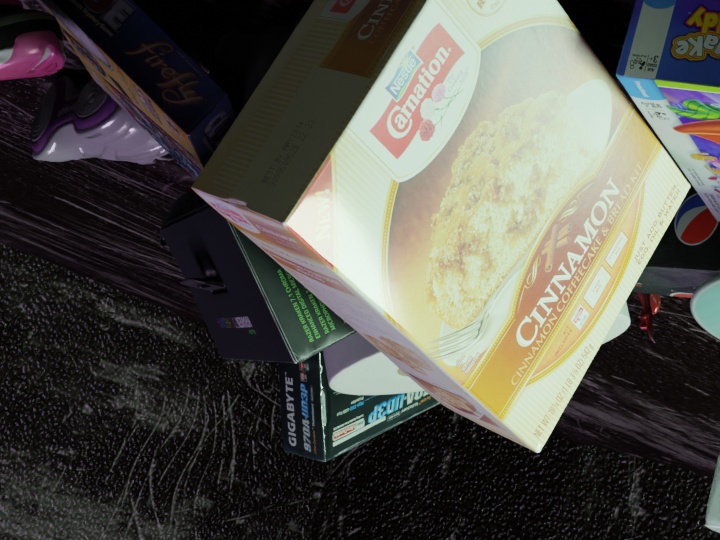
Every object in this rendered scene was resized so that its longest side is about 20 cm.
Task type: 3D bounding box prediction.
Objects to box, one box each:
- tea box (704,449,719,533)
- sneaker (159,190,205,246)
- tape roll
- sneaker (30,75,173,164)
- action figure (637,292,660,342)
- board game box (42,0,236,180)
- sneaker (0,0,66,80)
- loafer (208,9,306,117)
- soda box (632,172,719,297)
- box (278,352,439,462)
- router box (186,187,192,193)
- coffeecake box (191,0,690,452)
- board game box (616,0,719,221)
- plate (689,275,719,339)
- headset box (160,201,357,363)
[{"bbox_3d":[0.352,0.102,0.837,0.197,0.200,0.133,11,170,32],"label":"tea box"},{"bbox_3d":[-0.064,-0.042,1.103,0.197,0.106,0.060,19,171,-8],"label":"sneaker"},{"bbox_3d":[0.073,0.038,0.834,0.199,0.038,0.203,-10,165,-3],"label":"tape roll"},{"bbox_3d":[-0.203,-0.111,1.053,0.099,0.076,0.199,25,169,-33],"label":"sneaker"},{"bbox_3d":[0.198,0.024,1.005,0.064,0.101,0.200,-7,161,17],"label":"action figure"},{"bbox_3d":[-0.131,-0.117,0.821,0.135,0.035,0.200,45,174,5],"label":"board game box"},{"bbox_3d":[-0.236,-0.158,0.761,0.073,0.089,0.199,-10,-162,-36],"label":"sneaker"},{"bbox_3d":[-0.054,-0.112,0.763,0.071,0.074,0.200,23,170,-8],"label":"loafer"},{"bbox_3d":[0.205,-0.021,0.822,0.070,0.064,0.199,24,170,-35],"label":"soda box"},{"bbox_3d":[0.016,0.041,1.030,0.046,0.162,0.199,10,-160,39],"label":"box"},{"bbox_3d":[-0.073,-0.036,1.349,0.198,0.050,0.179,22,171,-22],"label":"router box"},{"bbox_3d":[0.046,-0.038,0.583,0.073,0.155,0.200,21,164,49],"label":"coffeecake box"},{"bbox_3d":[0.212,-0.063,0.600,0.133,0.045,0.199,12,170,31],"label":"board game box"},{"bbox_3d":[0.279,0.022,0.700,0.197,0.026,0.200,11,165,3],"label":"plate"},{"bbox_3d":[-0.007,-0.027,0.733,0.094,0.198,0.174,63,163,-6],"label":"headset box"}]
